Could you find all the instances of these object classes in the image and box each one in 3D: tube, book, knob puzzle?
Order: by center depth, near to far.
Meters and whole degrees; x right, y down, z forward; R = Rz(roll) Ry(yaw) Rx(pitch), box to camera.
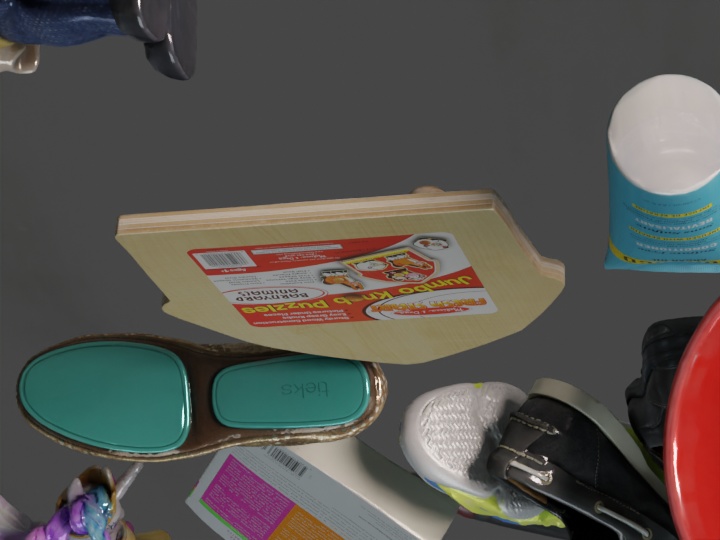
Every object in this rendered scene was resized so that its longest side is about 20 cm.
[{"bbox_3d":[0.138,-0.029,1.077,0.077,0.051,0.200,6,166,11],"label":"tube"},{"bbox_3d":[0.000,0.000,1.177,0.218,0.031,0.220,1,159,0],"label":"knob puzzle"},{"bbox_3d":[-0.030,0.141,1.478,0.133,0.048,0.200,34,157,-1],"label":"book"}]

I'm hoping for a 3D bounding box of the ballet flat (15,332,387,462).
[{"bbox_3d":[-0.082,0.069,1.327,0.199,0.071,0.065,2,174,9],"label":"ballet flat"}]

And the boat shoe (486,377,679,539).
[{"bbox_3d":[0.143,0.146,1.360,0.200,0.068,0.072,47,153,-25],"label":"boat shoe"}]

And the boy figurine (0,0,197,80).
[{"bbox_3d":[-0.163,-0.097,0.886,0.199,0.065,0.124,-5,161,10],"label":"boy figurine"}]

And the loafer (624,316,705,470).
[{"bbox_3d":[0.178,0.088,1.340,0.072,0.073,0.200,-3,160,9],"label":"loafer"}]

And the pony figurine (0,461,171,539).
[{"bbox_3d":[-0.207,0.200,1.608,0.192,0.167,0.200,-30,156,-6],"label":"pony figurine"}]

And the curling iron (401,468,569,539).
[{"bbox_3d":[0.065,0.151,1.580,0.199,0.026,0.050,10,136,-25],"label":"curling iron"}]

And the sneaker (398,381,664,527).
[{"bbox_3d":[0.078,0.116,1.421,0.199,0.076,0.105,18,155,-38],"label":"sneaker"}]

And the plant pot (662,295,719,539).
[{"bbox_3d":[0.276,0.091,1.194,0.200,0.202,0.177,-18,162,42],"label":"plant pot"}]
